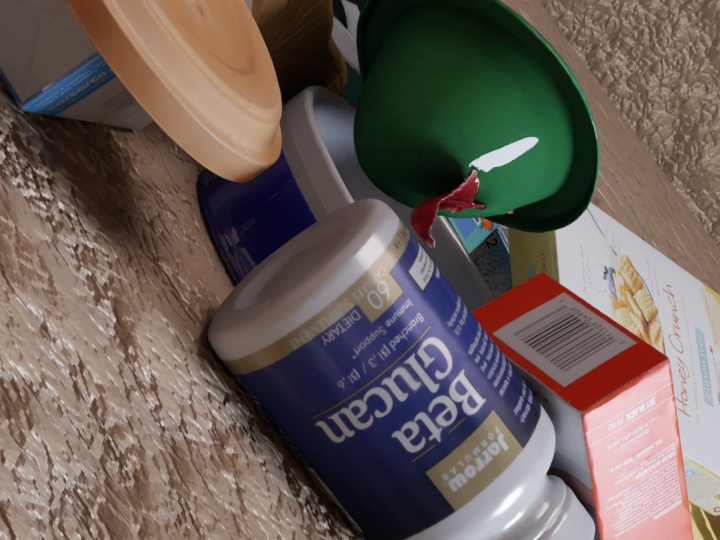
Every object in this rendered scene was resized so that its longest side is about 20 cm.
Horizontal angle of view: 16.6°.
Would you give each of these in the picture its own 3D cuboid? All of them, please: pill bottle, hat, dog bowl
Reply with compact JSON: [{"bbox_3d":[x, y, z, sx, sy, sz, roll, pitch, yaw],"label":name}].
[{"bbox_3d":[0.026,0.074,1.210,0.200,0.111,0.111,52,13,-14],"label":"pill bottle"},{"bbox_3d":[0.016,-0.046,1.312,0.165,0.176,0.200,31,-33,20],"label":"hat"},{"bbox_3d":[0.000,0.000,1.375,0.200,0.079,0.200,51,14,-17],"label":"dog bowl"}]

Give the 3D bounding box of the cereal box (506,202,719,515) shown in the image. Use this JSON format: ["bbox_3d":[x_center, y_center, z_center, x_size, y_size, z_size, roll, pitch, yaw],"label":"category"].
[{"bbox_3d":[0.162,0.046,1.461,0.200,0.039,0.144,31,44,-43],"label":"cereal box"}]

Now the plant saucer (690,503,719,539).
[{"bbox_3d":[0.151,0.118,1.510,0.200,0.048,0.200,-6,63,-36],"label":"plant saucer"}]

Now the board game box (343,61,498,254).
[{"bbox_3d":[0.043,-0.091,1.575,0.152,0.045,0.200,60,24,-5],"label":"board game box"}]

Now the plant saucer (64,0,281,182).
[{"bbox_3d":[-0.095,-0.135,1.171,0.200,0.032,0.200,52,14,-20],"label":"plant saucer"}]

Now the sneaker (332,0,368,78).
[{"bbox_3d":[0.024,-0.173,1.434,0.200,0.112,0.073,39,20,-19],"label":"sneaker"}]

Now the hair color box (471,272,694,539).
[{"bbox_3d":[0.118,0.115,1.306,0.111,0.064,0.200,36,-32,48],"label":"hair color box"}]

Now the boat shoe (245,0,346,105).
[{"bbox_3d":[-0.054,-0.129,1.402,0.069,0.071,0.200,48,-22,22],"label":"boat shoe"}]

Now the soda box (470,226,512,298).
[{"bbox_3d":[0.114,0.072,1.610,0.200,0.068,0.064,63,15,16],"label":"soda box"}]

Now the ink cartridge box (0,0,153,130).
[{"bbox_3d":[-0.135,-0.137,1.250,0.115,0.068,0.200,59,13,9],"label":"ink cartridge box"}]
